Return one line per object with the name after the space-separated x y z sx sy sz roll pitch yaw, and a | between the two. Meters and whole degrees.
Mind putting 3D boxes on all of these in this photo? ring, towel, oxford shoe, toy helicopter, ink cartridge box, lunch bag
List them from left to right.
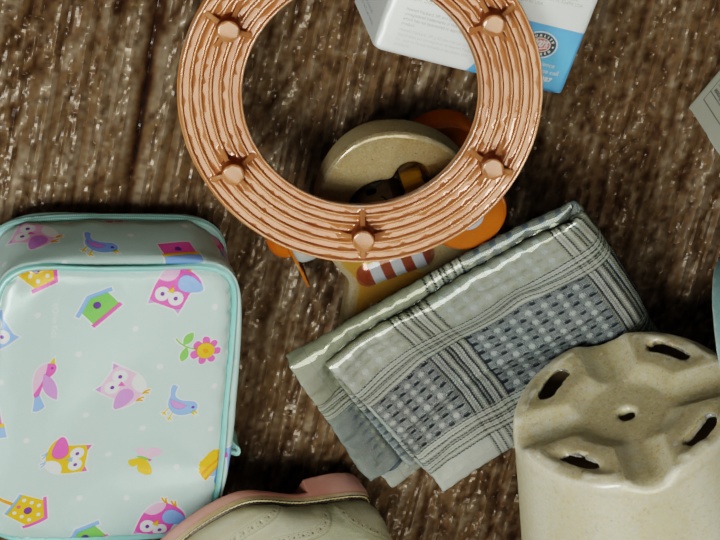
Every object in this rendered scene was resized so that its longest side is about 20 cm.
-0.146 0.064 1.616 0.160 0.077 0.201 -3 122 -17 | lunch bag
-0.053 0.174 1.648 0.200 0.074 0.071 -15 145 -42 | oxford shoe
0.000 -0.094 1.512 0.200 0.019 0.201 -1 113 -2 | ring
0.000 0.000 1.616 0.132 0.079 0.200 1 126 -15 | toy helicopter
0.072 0.054 1.641 0.200 0.035 0.193 -29 148 6 | towel
0.085 -0.209 1.517 0.115 0.068 0.200 12 116 -18 | ink cartridge box

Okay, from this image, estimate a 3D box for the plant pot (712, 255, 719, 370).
0.298 0.070 1.612 0.134 0.201 0.201 -16 123 18 | plant pot

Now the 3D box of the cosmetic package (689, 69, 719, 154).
0.288 -0.130 1.586 0.073 0.104 0.200 29 110 -26 | cosmetic package

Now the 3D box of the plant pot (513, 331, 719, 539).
0.169 0.146 1.649 0.200 0.201 0.184 -18 127 -2 | plant pot
